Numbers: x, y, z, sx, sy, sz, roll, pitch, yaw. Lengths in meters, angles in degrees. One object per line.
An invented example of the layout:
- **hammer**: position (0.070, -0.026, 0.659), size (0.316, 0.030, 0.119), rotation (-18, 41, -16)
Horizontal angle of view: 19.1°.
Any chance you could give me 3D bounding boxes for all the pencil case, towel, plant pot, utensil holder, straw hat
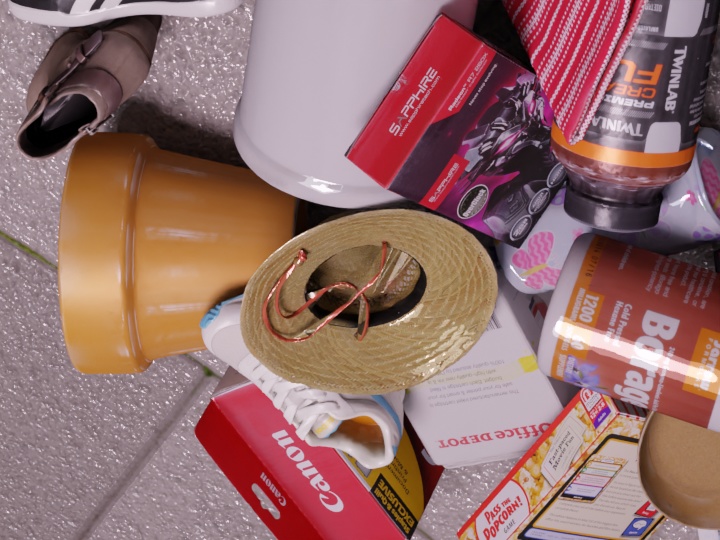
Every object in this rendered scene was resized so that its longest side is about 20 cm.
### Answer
- **pencil case**: position (0.197, -0.046, 1.645), size (0.200, 0.083, 0.091), rotation (-16, 91, 35)
- **towel**: position (0.139, -0.205, 1.486), size (0.022, 0.200, 0.145), rotation (1, 135, -22)
- **plant pot**: position (-0.139, -0.014, 1.769), size (0.183, 0.200, 0.201), rotation (1, 128, 5)
- **utensil holder**: position (0.000, -0.173, 1.577), size (0.169, 0.170, 0.200), rotation (19, 131, 10)
- **straw hat**: position (0.000, 0.000, 1.659), size (0.200, 0.085, 0.201), rotation (-7, 131, -8)
- **plant pot**: position (0.307, 0.120, 1.691), size (0.199, 0.028, 0.201), rotation (-9, 127, -12)

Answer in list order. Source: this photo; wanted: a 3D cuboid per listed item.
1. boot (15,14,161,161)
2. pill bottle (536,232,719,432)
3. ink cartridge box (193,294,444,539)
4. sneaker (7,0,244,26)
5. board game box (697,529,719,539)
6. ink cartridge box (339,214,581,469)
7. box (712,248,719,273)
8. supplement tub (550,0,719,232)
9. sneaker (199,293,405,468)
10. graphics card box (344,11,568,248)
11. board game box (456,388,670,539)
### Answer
- **boot**: position (-0.238, -0.137, 1.731), size (0.070, 0.146, 0.200), rotation (41, 132, -12)
- **pill bottle**: position (0.238, 0.052, 1.568), size (0.199, 0.112, 0.112), rotation (18, 132, 11)
- **ink cartridge box**: position (-0.029, 0.145, 1.838), size (0.084, 0.176, 0.200), rotation (-22, 115, 37)
- **sneaker**: position (-0.190, -0.257, 1.672), size (0.199, 0.073, 0.112), rotation (-1, 122, 16)
- **board game box**: position (0.360, 0.241, 1.827), size (0.135, 0.034, 0.200), rotation (2, 126, 24)
- **ink cartridge box**: position (0.091, 0.055, 1.772), size (0.145, 0.083, 0.200), rotation (-12, 120, 32)
- **box**: position (0.370, -0.026, 1.576), size (0.110, 0.035, 0.200), rotation (20, 142, -35)
- **supplement tub**: position (0.194, -0.132, 1.525), size (0.107, 0.107, 0.201), rotation (12, 112, 16)
- **sneaker**: position (-0.042, 0.086, 1.713), size (0.200, 0.081, 0.076), rotation (31, 127, -27)
- **graphics card box**: position (0.088, -0.098, 1.561), size (0.051, 0.200, 0.126), rotation (39, 99, 33)
- **board game box**: position (0.197, 0.177, 1.760), size (0.151, 0.046, 0.200), rotation (13, 127, -38)
